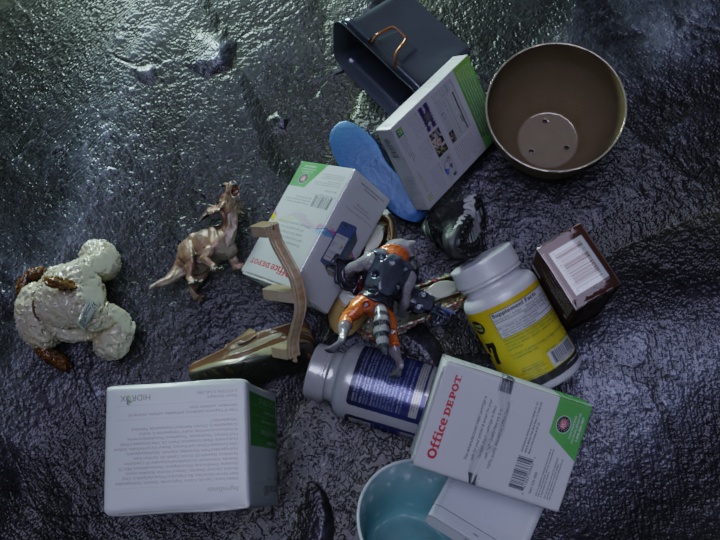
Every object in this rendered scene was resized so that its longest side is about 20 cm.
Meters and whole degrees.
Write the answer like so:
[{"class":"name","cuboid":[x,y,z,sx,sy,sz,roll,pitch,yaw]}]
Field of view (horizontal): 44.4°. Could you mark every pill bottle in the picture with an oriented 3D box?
[{"class":"pill bottle","cuboid":[0.025,0.170,1.271,0.200,0.111,0.111,15,78,10]},{"class":"pill bottle","cuboid":[0.216,0.069,1.246,0.114,0.114,0.200,-29,93,-1]}]

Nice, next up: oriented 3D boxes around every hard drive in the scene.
[{"class":"hard drive","cuboid":[0.188,0.297,1.208,0.132,0.027,0.200,29,46,10]}]

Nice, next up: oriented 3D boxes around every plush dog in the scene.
[{"class":"plush dog","cuboid":[-0.461,0.059,1.352,0.172,0.160,0.200,-27,71,27]}]

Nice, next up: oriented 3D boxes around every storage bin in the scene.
[{"class":"storage bin","cuboid":[0.071,-0.343,1.388,0.134,0.146,0.200,-41,75,-15]}]

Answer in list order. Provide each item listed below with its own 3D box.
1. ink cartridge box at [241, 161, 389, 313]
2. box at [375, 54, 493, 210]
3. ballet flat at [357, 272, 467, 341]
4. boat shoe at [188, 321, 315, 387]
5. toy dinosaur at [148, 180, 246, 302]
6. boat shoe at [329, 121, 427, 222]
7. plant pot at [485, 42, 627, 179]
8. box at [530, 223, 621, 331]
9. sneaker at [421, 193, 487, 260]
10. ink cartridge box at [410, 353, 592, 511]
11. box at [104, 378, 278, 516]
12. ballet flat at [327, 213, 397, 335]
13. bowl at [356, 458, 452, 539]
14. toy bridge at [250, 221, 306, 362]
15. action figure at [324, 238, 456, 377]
[{"class":"ink cartridge box","cuboid":[-0.070,-0.052,1.318,0.145,0.087,0.200,16,73,50]},{"class":"box","cuboid":[0.121,-0.206,1.314,0.036,0.144,0.200,10,47,48]},{"class":"ballet flat","cuboid":[0.082,0.046,1.321,0.200,0.064,0.076,-24,74,1]},{"class":"boat shoe","cuboid":[-0.160,0.128,1.330,0.200,0.076,0.074,-15,46,12]},{"class":"toy dinosaur","cuboid":[-0.241,-0.039,1.374,0.200,0.086,0.136,-30,67,11]},{"class":"boat shoe","cuboid":[0.025,-0.145,1.376,0.084,0.069,0.200,-38,80,10]},{"class":"plant pot","cuboid":[0.286,-0.220,1.326,0.200,0.134,0.201,-1,76,6]},{"class":"box","cuboid":[0.292,0.017,1.233,0.075,0.200,0.100,-31,74,0]},{"class":"sneaker","cuboid":[0.130,-0.056,1.293,0.090,0.200,0.067,-12,108,19]},{"class":"ink cartridge box","cuboid":[0.180,0.208,1.159,0.200,0.084,0.146,19,92,0]},{"class":"box","cuboid":[-0.229,0.250,1.235,0.200,0.199,0.172,-3,76,5]},{"class":"ballet flat","cuboid":[0.000,0.000,1.320,0.069,0.063,0.200,17,65,7]},{"class":"bowl","cuboid":[0.079,0.368,1.197,0.200,0.105,0.201,9,48,-11]},{"class":"toy bridge","cuboid":[-0.105,0.033,1.216,0.067,0.027,0.200,5,109,42]},{"class":"action figure","cuboid":[0.052,0.045,1.221,0.200,0.105,0.194,18,66,-13]}]
